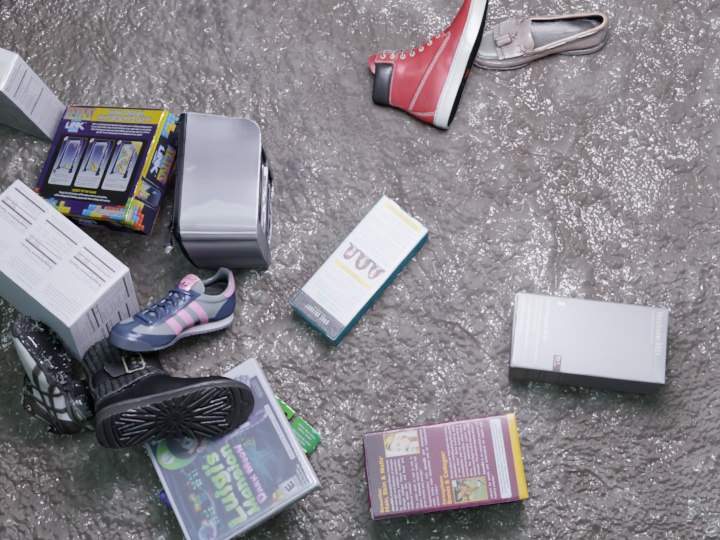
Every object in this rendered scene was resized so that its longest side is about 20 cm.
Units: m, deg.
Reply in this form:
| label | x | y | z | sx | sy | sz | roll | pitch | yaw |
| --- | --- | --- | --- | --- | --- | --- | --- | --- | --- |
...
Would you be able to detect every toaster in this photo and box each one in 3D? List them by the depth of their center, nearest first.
| label | x | y | z | sx | sy | sz | roll | pitch | yaw |
| --- | --- | --- | --- | --- | --- | --- | --- | --- | --- |
| toaster | -0.184 | -0.094 | 1.455 | 0.118 | 0.181 | 0.201 | 1 | 75 | 3 |

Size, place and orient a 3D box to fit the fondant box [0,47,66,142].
| label | x | y | z | sx | sy | sz | roll | pitch | yaw |
| --- | --- | --- | --- | --- | --- | --- | --- | --- | --- |
| fondant box | -0.510 | -0.257 | 1.507 | 0.144 | 0.200 | 0.058 | 20 | 78 | 9 |

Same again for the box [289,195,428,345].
| label | x | y | z | sx | sy | sz | roll | pitch | yaw |
| --- | --- | --- | --- | --- | --- | --- | --- | --- | --- |
| box | 0.000 | 0.000 | 1.487 | 0.082 | 0.049 | 0.200 | 40 | 82 | 12 |

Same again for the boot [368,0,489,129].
| label | x | y | z | sx | sy | sz | roll | pitch | yaw |
| --- | --- | --- | --- | --- | --- | --- | --- | --- | --- |
| boot | 0.091 | -0.317 | 1.530 | 0.144 | 0.072 | 0.200 | 23 | 100 | 11 |

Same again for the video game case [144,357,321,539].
| label | x | y | z | sx | sy | sz | roll | pitch | yaw |
| --- | --- | --- | --- | --- | --- | --- | --- | --- | --- |
| video game case | -0.172 | 0.239 | 1.398 | 0.182 | 0.023 | 0.200 | -31 | 63 | 1 |

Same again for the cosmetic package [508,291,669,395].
| label | x | y | z | sx | sy | sz | roll | pitch | yaw |
| --- | --- | --- | --- | --- | --- | --- | --- | --- | --- |
| cosmetic package | 0.298 | 0.097 | 1.426 | 0.199 | 0.090 | 0.107 | 4 | 73 | 8 |

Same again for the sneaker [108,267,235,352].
| label | x | y | z | sx | sy | sz | roll | pitch | yaw |
| --- | --- | --- | --- | --- | --- | --- | --- | --- | --- |
| sneaker | -0.244 | 0.046 | 1.421 | 0.070 | 0.200 | 0.082 | 26 | 118 | 31 |

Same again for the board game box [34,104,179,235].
| label | x | y | z | sx | sy | sz | roll | pitch | yaw |
| --- | --- | --- | --- | --- | --- | --- | --- | --- | --- |
| board game box | -0.350 | -0.142 | 1.501 | 0.200 | 0.057 | 0.166 | 9 | 74 | 34 |

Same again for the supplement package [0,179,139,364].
| label | x | y | z | sx | sy | sz | roll | pitch | yaw |
| --- | --- | --- | --- | --- | --- | --- | --- | --- | --- |
| supplement package | -0.411 | 0.007 | 1.450 | 0.200 | 0.156 | 0.111 | 38 | 68 | 12 |

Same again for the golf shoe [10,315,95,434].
| label | x | y | z | sx | sy | sz | roll | pitch | yaw |
| --- | --- | --- | --- | --- | --- | --- | --- | --- | --- |
| golf shoe | -0.415 | 0.148 | 1.417 | 0.094 | 0.200 | 0.078 | -19 | 34 | 9 |

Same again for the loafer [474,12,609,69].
| label | x | y | z | sx | sy | sz | roll | pitch | yaw |
| --- | --- | --- | --- | --- | --- | --- | --- | --- | --- |
| loafer | 0.254 | -0.337 | 1.547 | 0.199 | 0.063 | 0.072 | -9 | 77 | 2 |

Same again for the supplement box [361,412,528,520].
| label | x | y | z | sx | sy | sz | roll | pitch | yaw |
| --- | --- | --- | --- | --- | --- | --- | --- | --- | --- |
| supplement box | 0.107 | 0.254 | 1.399 | 0.199 | 0.086 | 0.111 | -8 | 76 | 1 |

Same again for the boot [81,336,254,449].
| label | x | y | z | sx | sy | sz | roll | pitch | yaw |
| --- | --- | --- | --- | --- | --- | --- | --- | --- | --- |
| boot | -0.252 | 0.141 | 1.410 | 0.211 | 0.080 | 0.158 | -6 | 35 | -13 |

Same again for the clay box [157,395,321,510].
| label | x | y | z | sx | sy | sz | roll | pitch | yaw |
| --- | --- | --- | --- | --- | --- | --- | --- | --- | --- |
| clay box | -0.157 | 0.259 | 1.433 | 0.115 | 0.048 | 0.200 | 39 | 83 | 14 |
